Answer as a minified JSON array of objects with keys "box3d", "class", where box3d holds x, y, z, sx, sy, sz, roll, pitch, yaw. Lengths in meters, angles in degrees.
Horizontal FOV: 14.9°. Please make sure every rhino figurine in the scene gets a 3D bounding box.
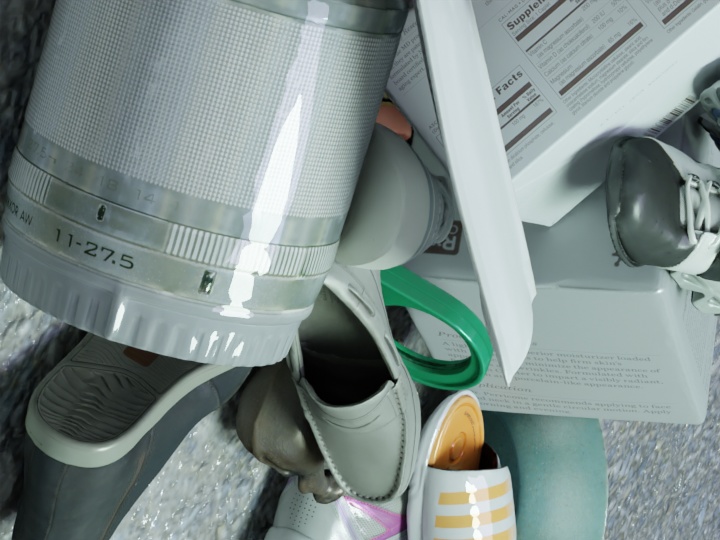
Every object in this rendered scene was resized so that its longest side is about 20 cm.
[{"box3d":[-0.013,0.031,1.614,0.087,0.060,0.201,32,78,-55],"class":"rhino figurine"}]

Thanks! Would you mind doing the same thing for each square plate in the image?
[{"box3d":[0.051,-0.068,1.308,0.198,0.028,0.201,-97,174,-73],"class":"square plate"}]

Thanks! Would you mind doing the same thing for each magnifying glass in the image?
[{"box3d":[0.000,0.000,1.536,0.200,0.079,0.022,43,56,-29],"class":"magnifying glass"}]

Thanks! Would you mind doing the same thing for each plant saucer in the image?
[{"box3d":[0.091,0.136,1.795,0.039,0.201,0.202,1,113,-29],"class":"plant saucer"}]

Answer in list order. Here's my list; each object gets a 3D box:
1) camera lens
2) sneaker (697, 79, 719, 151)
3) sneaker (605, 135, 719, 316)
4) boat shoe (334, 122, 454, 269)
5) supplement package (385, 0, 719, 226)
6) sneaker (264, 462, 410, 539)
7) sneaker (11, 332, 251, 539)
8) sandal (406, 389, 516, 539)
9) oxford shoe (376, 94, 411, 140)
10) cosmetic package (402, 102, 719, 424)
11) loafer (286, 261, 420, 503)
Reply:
[{"box3d":[-0.074,-0.074,1.292,0.160,0.160,0.201,-6,115,-62],"class":"camera lens"},{"box3d":[0.242,-0.091,1.554,0.087,0.075,0.200,-44,174,0],"class":"sneaker"},{"box3d":[0.200,-0.027,1.509,0.200,0.088,0.074,25,67,-56],"class":"sneaker"},{"box3d":[0.010,-0.035,1.377,0.200,0.068,0.072,-176,-86,-71],"class":"boat shoe"},{"box3d":[0.125,-0.131,1.483,0.200,0.111,0.156,-40,167,13],"class":"supplement package"},{"box3d":[0.011,0.149,1.733,0.200,0.081,0.089,0,109,-66],"class":"sneaker"},{"box3d":[-0.120,0.076,1.448,0.200,0.075,0.106,-37,155,-50],"class":"sneaker"},{"box3d":[0.068,0.174,1.713,0.079,0.059,0.207,-26,125,-56],"class":"sandal"},{"box3d":[-0.042,-0.111,1.462,0.200,0.070,0.075,12,71,-62],"class":"oxford shoe"},{"box3d":[0.127,-0.023,1.671,0.200,0.164,0.166,64,34,-61],"class":"cosmetic package"},{"box3d":[-0.009,0.058,1.515,0.070,0.070,0.200,-77,158,-50],"class":"loafer"}]
